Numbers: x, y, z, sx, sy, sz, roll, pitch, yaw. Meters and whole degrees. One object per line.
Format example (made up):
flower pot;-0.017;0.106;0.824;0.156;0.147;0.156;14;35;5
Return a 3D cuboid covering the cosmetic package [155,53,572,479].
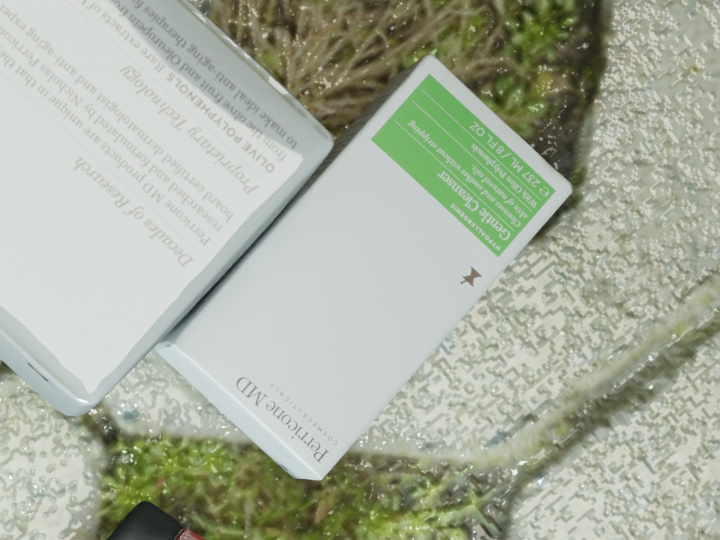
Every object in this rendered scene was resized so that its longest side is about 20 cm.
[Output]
cosmetic package;0.000;0.000;1.276;0.108;0.085;0.200;41;79;-7

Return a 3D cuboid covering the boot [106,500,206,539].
boot;-0.112;0.225;1.257;0.144;0.072;0.200;25;89;6

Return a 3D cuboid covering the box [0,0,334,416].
box;-0.149;-0.054;1.194;0.200;0.199;0.171;42;81;-4
